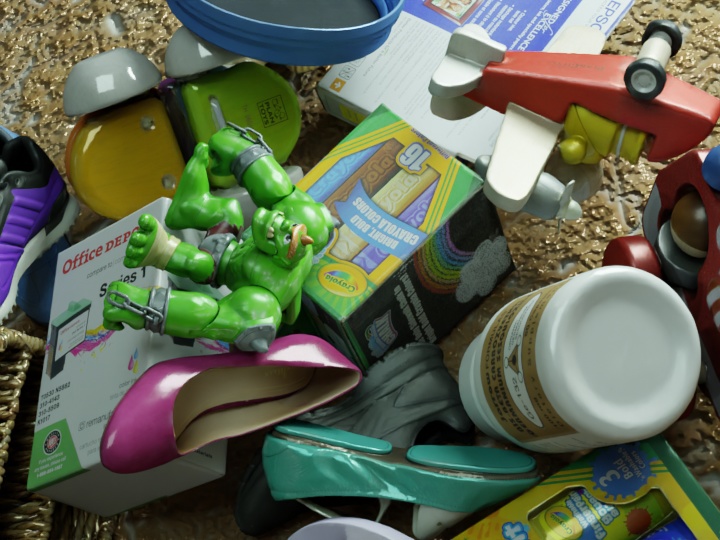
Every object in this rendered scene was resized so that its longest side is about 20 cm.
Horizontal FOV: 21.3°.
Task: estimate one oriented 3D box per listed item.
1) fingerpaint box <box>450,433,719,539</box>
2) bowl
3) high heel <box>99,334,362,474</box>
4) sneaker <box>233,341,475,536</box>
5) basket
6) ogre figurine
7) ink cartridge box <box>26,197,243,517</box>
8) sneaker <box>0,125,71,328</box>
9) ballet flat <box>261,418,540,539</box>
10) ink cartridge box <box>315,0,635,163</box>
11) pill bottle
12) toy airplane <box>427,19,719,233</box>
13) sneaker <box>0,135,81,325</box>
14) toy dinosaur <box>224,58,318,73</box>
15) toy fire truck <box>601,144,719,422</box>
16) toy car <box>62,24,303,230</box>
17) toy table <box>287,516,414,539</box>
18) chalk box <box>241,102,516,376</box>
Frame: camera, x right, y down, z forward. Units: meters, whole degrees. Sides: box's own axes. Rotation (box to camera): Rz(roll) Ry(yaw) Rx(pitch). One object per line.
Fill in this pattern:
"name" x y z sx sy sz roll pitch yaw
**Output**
"fingerpaint box" 0.182 0.226 1.289 0.166 0.074 0.201 -31 54 -3
"bowl" -0.063 -0.226 1.538 0.198 0.040 0.201 8 35 -6
"high heel" -0.088 0.091 1.315 0.095 0.068 0.200 12 32 33
"sneaker" -0.004 0.139 1.412 0.199 0.076 0.091 -37 64 -2
"basket" -0.270 0.147 1.448 0.147 0.143 0.202 -1 58 17
"ogre figurine" -0.091 -0.016 1.362 0.119 0.099 0.200 24 29 5
"ink cartridge box" -0.167 0.066 1.435 0.144 0.084 0.202 -24 53 42
"sneaker" -0.286 -0.040 1.615 0.065 0.079 0.201 -24 56 0
"ballet flat" 0.027 0.153 1.351 0.198 0.067 0.071 8 100 9
"ink cartridge box" 0.097 -0.178 1.596 0.199 0.047 0.198 29 70 30
"pill bottle" 0.142 0.067 1.321 0.113 0.200 0.116 3 80 -17
"toy airplane" 0.145 -0.114 1.440 0.198 0.142 0.199 -21 36 -18
"sneaker" -0.297 -0.033 1.494 0.069 0.100 0.201 0 38 25
"toy dinosaur" -0.037 -0.220 1.660 0.199 0.058 0.102 -22 59 25
"toy fire truck" 0.252 0.003 1.332 0.111 0.169 0.201 -4 54 -15
"toy car" -0.150 -0.108 1.576 0.198 0.177 0.150 -22 11 -14
"toy table" 0.001 0.252 1.270 0.199 0.117 0.185 26 106 25
"chalk box" 0.000 0.000 1.463 0.200 0.125 0.124 -42 56 -12
